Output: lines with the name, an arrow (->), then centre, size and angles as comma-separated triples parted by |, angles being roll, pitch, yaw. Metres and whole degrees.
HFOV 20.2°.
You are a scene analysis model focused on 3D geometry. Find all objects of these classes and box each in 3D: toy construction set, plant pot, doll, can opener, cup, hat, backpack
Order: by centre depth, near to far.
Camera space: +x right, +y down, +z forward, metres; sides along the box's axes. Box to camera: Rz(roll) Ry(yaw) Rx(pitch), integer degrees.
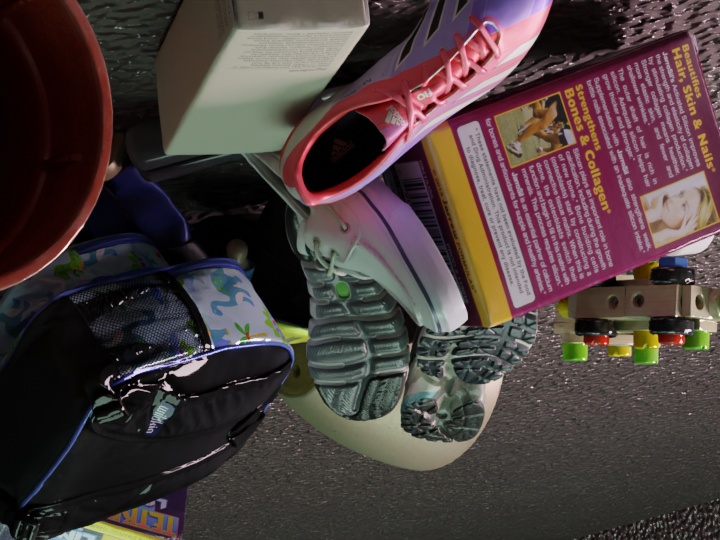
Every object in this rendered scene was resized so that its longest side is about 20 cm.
plant pot -> -0.267, -0.073, 1.081 | 0.200, 0.203, 0.195 | 4, 170, -37
can opener -> -0.053, -0.086, 1.342 | 0.198, 0.067, 0.053 | -15, 164, 2
backpack -> -0.155, 0.066, 1.351 | 0.199, 0.147, 0.183 | -12, 149, -43
toy construction set -> 0.212, 0.019, 1.376 | 0.199, 0.093, 0.131 | -22, 159, 40
doll -> -0.143, -0.005, 1.436 | 0.136, 0.049, 0.200 | -17, 125, 32
hat -> -0.025, -0.023, 1.531 | 0.199, 0.201, 0.081 | 2, 123, -31
cup -> 0.002, 0.061, 1.669 | 0.142, 0.202, 0.200 | 7, 159, -38

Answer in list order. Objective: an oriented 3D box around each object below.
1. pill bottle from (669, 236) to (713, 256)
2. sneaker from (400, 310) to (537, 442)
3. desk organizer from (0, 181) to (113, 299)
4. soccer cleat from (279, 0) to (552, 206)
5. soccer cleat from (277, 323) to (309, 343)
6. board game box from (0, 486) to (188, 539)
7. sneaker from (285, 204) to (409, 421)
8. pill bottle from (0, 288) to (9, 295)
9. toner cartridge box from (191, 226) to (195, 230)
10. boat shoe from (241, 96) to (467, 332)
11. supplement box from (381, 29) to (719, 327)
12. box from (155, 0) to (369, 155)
pill bottle -> 0.154, -0.054, 1.474 | 0.198, 0.117, 0.116 | -2, 164, -17
sneaker -> 0.068, 0.040, 1.433 | 0.077, 0.087, 0.200 | 9, 145, -13
desk organizer -> -0.243, -0.011, 1.504 | 0.198, 0.078, 0.072 | -8, 165, -1
soccer cleat -> 0.035, -0.108, 1.173 | 0.200, 0.067, 0.077 | -38, -165, 11
soccer cleat -> -0.097, 0.042, 1.594 | 0.198, 0.065, 0.084 | -1, 134, 8
board game box -> -0.220, 0.127, 1.443 | 0.199, 0.166, 0.057 | 19, 128, -13
sneaker -> 0.000, 0.000, 1.438 | 0.074, 0.116, 0.201 | -1, 123, 11
pill bottle -> -0.327, -0.031, 1.318 | 0.198, 0.115, 0.114 | -6, 165, -7
toner cartridge box -> -0.162, -0.001, 1.651 | 0.198, 0.044, 0.095 | -5, 166, -10
boat shoe -> -0.008, -0.025, 1.260 | 0.067, 0.200, 0.074 | -31, 144, -9
supplement box -> 0.126, -0.058, 1.290 | 0.199, 0.132, 0.103 | -20, -174, -19
box -> -0.061, -0.132, 1.169 | 0.082, 0.069, 0.200 | -3, 165, -19
